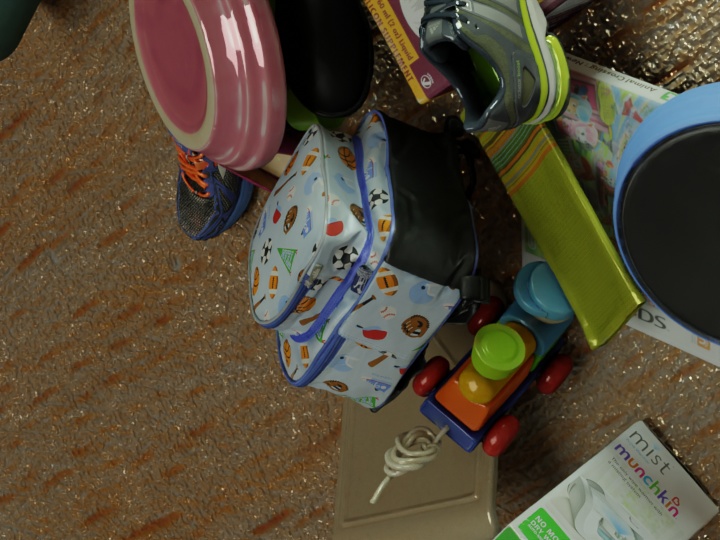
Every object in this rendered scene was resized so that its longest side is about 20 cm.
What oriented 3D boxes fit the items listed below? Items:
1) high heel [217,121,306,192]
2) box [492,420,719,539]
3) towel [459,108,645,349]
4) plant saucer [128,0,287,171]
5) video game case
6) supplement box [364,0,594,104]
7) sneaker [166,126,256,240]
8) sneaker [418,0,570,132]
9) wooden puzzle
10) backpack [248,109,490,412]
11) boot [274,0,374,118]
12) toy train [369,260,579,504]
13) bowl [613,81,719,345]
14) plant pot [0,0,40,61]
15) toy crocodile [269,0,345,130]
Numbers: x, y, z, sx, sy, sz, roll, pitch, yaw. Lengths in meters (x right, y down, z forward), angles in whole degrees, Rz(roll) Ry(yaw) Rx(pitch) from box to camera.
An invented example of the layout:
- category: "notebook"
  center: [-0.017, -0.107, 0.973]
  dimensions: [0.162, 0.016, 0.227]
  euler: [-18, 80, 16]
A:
- category: "high heel"
  center: [-0.035, -0.057, 1.846]
  dimensions: [0.200, 0.096, 0.068]
  euler: [37, 130, 27]
- category: "box"
  center: [0.139, 0.227, 1.749]
  dimensions: [0.097, 0.176, 0.200]
  euler: [49, 135, 11]
- category: "towel"
  center: [0.133, -0.046, 1.662]
  dimensions: [0.201, 0.018, 0.086]
  euler: [62, 158, 15]
- category: "plant saucer"
  center: [-0.120, -0.168, 1.760]
  dimensions: [0.201, 0.050, 0.202]
  euler: [48, 147, 45]
- category: "video game case"
  center: [0.187, -0.046, 1.659]
  dimensions: [0.181, 0.022, 0.201]
  euler: [25, 134, 33]
- category: "supplement box"
  center: [0.099, -0.214, 1.647]
  dimensions: [0.200, 0.085, 0.111]
  euler: [-34, 84, 47]
- category: "sneaker"
  center: [-0.129, -0.111, 1.926]
  dimensions: [0.075, 0.078, 0.201]
  euler: [31, 128, 31]
- category: "sneaker"
  center: [0.070, -0.182, 1.566]
  dimensions: [0.074, 0.081, 0.201]
  euler: [-24, 93, 47]
- category: "wooden puzzle"
  center: [0.050, 0.121, 1.848]
  dimensions: [0.184, 0.037, 0.202]
  euler: [-18, 65, 48]
- category: "backpack"
  center: [0.000, 0.000, 1.731]
  dimensions: [0.153, 0.201, 0.191]
  euler: [15, 127, -11]
- category: "boot"
  center: [-0.037, -0.214, 1.709]
  dimensions: [0.073, 0.162, 0.200]
  euler: [-6, 88, 5]
- category: "toy train"
  center: [0.084, 0.082, 1.700]
  dimensions: [0.084, 0.200, 0.116]
  euler: [39, 150, 9]
- category: "bowl"
  center: [0.260, -0.029, 1.558]
  dimensions: [0.199, 0.039, 0.202]
  euler: [14, 130, 17]
- category: "plant pot"
  center: [-0.330, -0.297, 1.962]
  dimensions: [0.201, 0.200, 0.161]
  euler: [51, 124, 14]
- category: "toy crocodile"
  center: [-0.060, -0.203, 1.835]
  dimensions: [0.067, 0.061, 0.202]
  euler: [-18, 91, 48]
